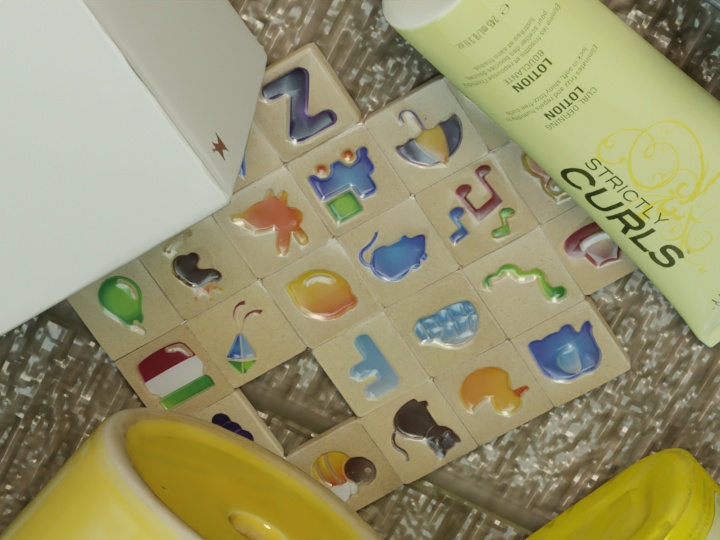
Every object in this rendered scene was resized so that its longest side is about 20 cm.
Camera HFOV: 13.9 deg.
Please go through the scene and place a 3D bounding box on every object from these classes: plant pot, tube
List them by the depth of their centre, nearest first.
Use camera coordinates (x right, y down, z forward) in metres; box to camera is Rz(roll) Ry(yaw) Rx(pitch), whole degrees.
[{"bbox_3d":[0.091,-0.047,1.003,0.058,0.052,0.200,-3,146,48],"label":"tube"},{"bbox_3d":[-0.081,0.163,1.060,0.200,0.201,0.189,30,105,-9],"label":"plant pot"}]

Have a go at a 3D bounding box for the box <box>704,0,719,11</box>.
[{"bbox_3d":[0.215,-0.141,0.913,0.148,0.107,0.200,32,115,-20],"label":"box"}]

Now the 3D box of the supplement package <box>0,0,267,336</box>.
[{"bbox_3d":[-0.147,-0.046,0.999,0.199,0.117,0.117,-29,111,18],"label":"supplement package"}]

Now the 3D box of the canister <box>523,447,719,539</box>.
[{"bbox_3d":[0.131,0.180,1.103,0.148,0.087,0.200,-37,106,20],"label":"canister"}]

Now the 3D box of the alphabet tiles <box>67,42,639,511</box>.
[{"bbox_3d":[0.000,0.000,1.070,0.199,0.008,0.168,-29,110,17],"label":"alphabet tiles"}]
